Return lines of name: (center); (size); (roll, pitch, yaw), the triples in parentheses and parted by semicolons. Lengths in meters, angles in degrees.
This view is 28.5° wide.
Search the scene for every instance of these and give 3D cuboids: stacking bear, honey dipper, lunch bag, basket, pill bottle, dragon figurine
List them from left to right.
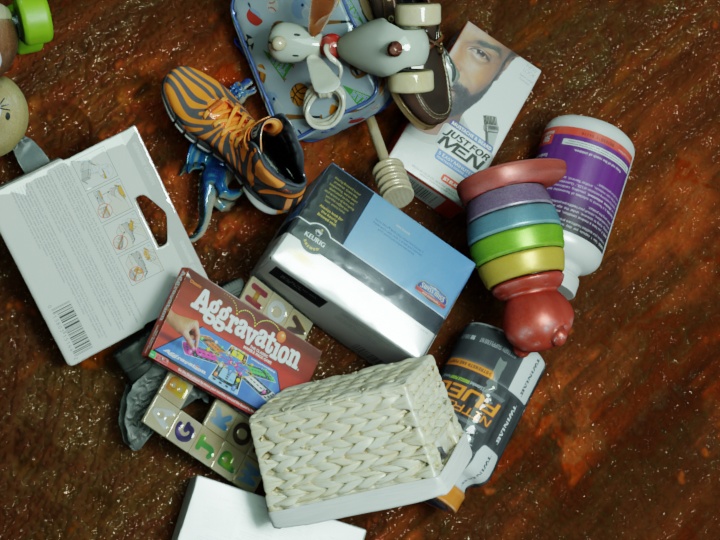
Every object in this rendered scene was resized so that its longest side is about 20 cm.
dragon figurine: (-0.166, -0.121, 1.580); (0.099, 0.059, 0.201); (38, 69, -5)
lunch bag: (-0.057, -0.252, 1.599); (0.159, 0.075, 0.202); (-23, 84, 27)
basket: (-0.002, 0.175, 1.478); (0.198, 0.136, 0.124); (-14, 97, 20)
honey dipper: (0.019, -0.154, 1.610); (0.038, 0.038, 0.201); (-3, 50, -16)
pill bottle: (0.120, 0.168, 1.589); (0.106, 0.106, 0.201); (31, 74, -9)
stacking bear: (0.178, -0.009, 1.552); (0.113, 0.121, 0.202); (1, 72, -50)
pill bottle: (0.243, -0.073, 1.661); (0.112, 0.112, 0.202); (23, 75, -11)

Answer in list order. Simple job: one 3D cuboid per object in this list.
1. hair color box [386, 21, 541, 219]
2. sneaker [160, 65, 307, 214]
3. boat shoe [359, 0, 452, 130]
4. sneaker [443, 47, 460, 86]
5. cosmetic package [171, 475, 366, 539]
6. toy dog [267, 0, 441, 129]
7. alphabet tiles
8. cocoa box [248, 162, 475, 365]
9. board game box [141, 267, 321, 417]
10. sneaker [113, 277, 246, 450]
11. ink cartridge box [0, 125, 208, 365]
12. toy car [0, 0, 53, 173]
hair color box: (0.116, -0.176, 1.669); (0.110, 0.064, 0.201); (32, 73, -8)
sneaker: (-0.125, -0.155, 1.509); (0.200, 0.112, 0.078); (44, 67, -3)
boat shoe: (0.055, -0.255, 1.543); (0.070, 0.070, 0.201); (-22, 88, -44)
sneaker: (0.027, -0.255, 1.638); (0.199, 0.074, 0.087); (32, 88, 24)
cosmetic package: (-0.109, 0.323, 1.526); (0.198, 0.052, 0.152); (20, 74, -12)
toy dog: (-0.010, -0.230, 1.486); (0.199, 0.096, 0.133); (-17, 92, 23)
alphabet tiles: (-0.129, 0.117, 1.542); (0.167, 0.008, 0.201); (39, 69, -32)
cocoa box: (0.000, 0.000, 1.569); (0.199, 0.133, 0.132); (34, 73, -8)
board game box: (-0.134, 0.089, 1.521); (0.199, 0.019, 0.104); (34, 70, -34)
sneaker: (-0.189, 0.099, 1.540); (0.199, 0.060, 0.105); (-33, 99, -21)
ink cartridge box: (-0.278, -0.028, 1.510); (0.175, 0.045, 0.201); (-27, 104, -13)
toy car: (-0.395, -0.174, 1.488); (0.163, 0.158, 0.202); (-15, 97, -19)
